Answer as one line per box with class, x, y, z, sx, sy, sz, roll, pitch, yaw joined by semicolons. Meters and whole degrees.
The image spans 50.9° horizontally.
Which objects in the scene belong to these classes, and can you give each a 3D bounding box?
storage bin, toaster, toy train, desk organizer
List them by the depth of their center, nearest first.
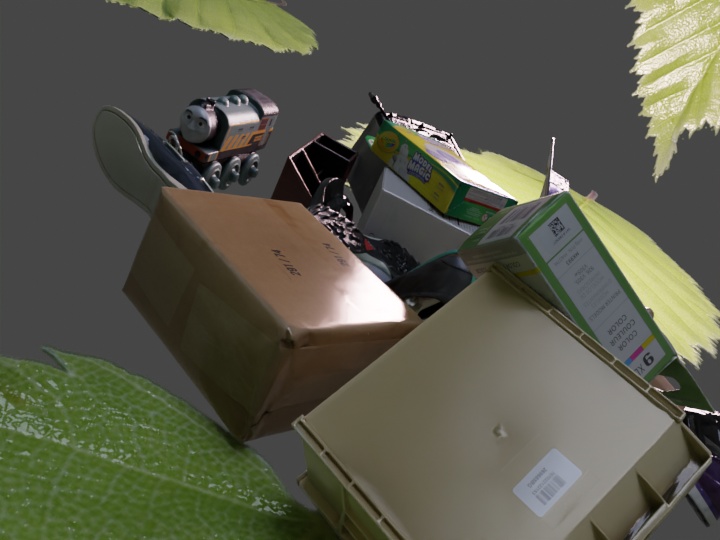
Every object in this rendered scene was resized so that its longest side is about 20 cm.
storage bin;0.088;0.128;0.502;0.198;0.095;0.198;-34;57;-24
toy train;-0.173;-0.165;0.941;0.084;0.116;0.200;30;21;9
desk organizer;-0.062;-0.125;1.041;0.070;0.078;0.200;27;21;0
toaster;0.081;-0.139;1.146;0.178;0.119;0.203;8;48;-43

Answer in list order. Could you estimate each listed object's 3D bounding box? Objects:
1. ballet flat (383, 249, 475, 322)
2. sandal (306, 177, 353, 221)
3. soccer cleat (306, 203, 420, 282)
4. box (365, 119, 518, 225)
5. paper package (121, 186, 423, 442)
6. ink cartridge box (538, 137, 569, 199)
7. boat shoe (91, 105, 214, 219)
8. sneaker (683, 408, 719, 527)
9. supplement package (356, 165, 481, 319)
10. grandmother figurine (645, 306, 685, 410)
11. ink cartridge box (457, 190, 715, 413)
ballet flat;0.041;0.039;0.742;0.072;0.198;0.075;13;68;-33
sandal;-0.040;-0.052;0.908;0.047;0.077;0.201;8;28;10
soccer cleat;0.000;0.000;0.827;0.197;0.073;0.069;28;38;-33
box;0.096;-0.127;0.955;0.115;0.049;0.200;12;23;-41
paper package;-0.073;0.031;0.647;0.199;0.105;0.188;41;23;31
ink cartridge box;0.233;-0.031;0.955;0.039;0.204;0.201;12;37;8
boat shoe;-0.215;-0.106;0.813;0.199;0.076;0.061;40;26;23
sneaker;0.371;0.185;0.850;0.076;0.087;0.202;48;13;-33
supplement package;0.089;-0.019;0.930;0.196;0.123;0.120;26;20;-5
grandmother figurine;0.257;0.081;0.752;0.200;0.122;0.060;47;-28;-24
ink cartridge box;0.169;0.043;0.581;0.202;0.059;0.104;53;-14;-7
